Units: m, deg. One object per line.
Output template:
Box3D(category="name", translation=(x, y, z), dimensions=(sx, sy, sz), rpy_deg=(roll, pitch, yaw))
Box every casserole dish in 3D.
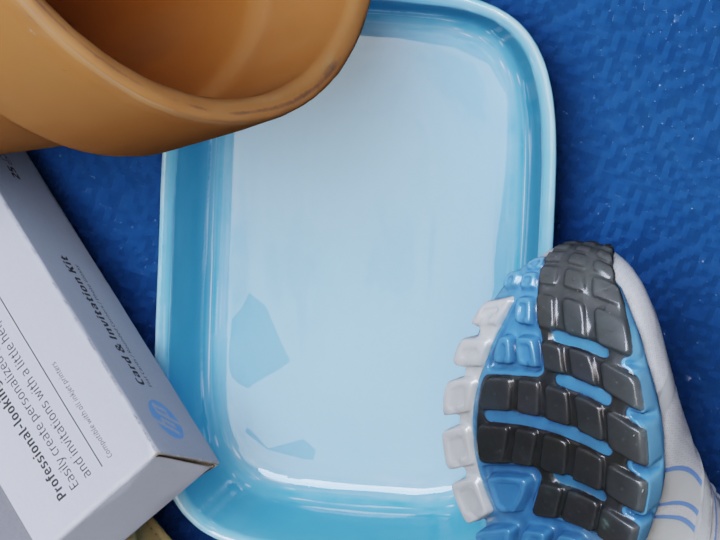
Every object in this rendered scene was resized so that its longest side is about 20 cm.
Box3D(category="casserole dish", translation=(0.000, 0.000, 0.824), dimensions=(0.121, 0.039, 0.201), rpy_deg=(4, 102, 9))

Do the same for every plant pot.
Box3D(category="plant pot", translation=(-0.110, -0.113, 0.741), dimensions=(0.140, 0.200, 0.200), rpy_deg=(-22, 98, 33))

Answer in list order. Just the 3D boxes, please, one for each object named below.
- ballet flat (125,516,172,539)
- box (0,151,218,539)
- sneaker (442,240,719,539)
Box3D(category="ballet flat", translation=(-0.084, 0.100, 0.841), dimensions=(0.069, 0.063, 0.200), rpy_deg=(-48, 64, 14))
Box3D(category="box", translation=(-0.161, 0.059, 0.829), dimensions=(0.200, 0.041, 0.156), rpy_deg=(-41, 65, 16))
Box3D(category="sneaker", translation=(0.082, 0.077, 0.802), dimensions=(0.075, 0.087, 0.200), rpy_deg=(17, 124, 41))
